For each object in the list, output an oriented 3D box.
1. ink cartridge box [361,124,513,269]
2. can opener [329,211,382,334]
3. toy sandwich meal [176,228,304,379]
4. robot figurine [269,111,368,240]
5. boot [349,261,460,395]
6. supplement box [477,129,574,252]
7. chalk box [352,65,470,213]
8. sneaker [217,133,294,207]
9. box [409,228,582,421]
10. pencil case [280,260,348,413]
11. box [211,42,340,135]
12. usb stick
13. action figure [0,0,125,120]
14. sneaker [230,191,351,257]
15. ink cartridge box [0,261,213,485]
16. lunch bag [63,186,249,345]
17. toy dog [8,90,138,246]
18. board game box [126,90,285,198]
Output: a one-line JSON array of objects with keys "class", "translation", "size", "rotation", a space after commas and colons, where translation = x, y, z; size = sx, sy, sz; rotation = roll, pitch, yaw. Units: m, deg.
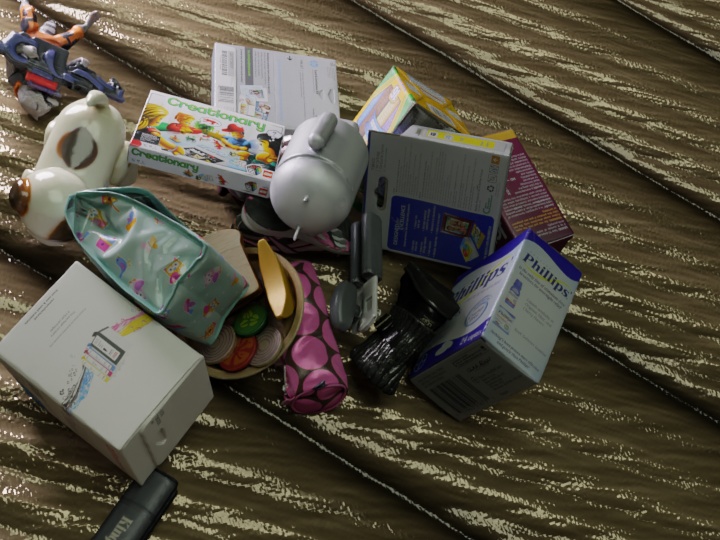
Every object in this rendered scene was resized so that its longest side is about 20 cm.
[{"class": "ink cartridge box", "translation": [0.104, -0.105, 1.510], "size": [0.197, 0.200, 0.047], "rotation": [14, 38, 11]}, {"class": "can opener", "translation": [0.000, 0.000, 1.467], "size": [0.066, 0.052, 0.202], "rotation": [32, 43, -27]}, {"class": "toy sandwich meal", "translation": [-0.167, 0.040, 1.386], "size": [0.202, 0.070, 0.208], "rotation": [-8, 63, 16]}, {"class": "robot figurine", "translation": [-0.055, -0.128, 1.430], "size": [0.111, 0.171, 0.201], "rotation": [10, 42, 9]}, {"class": "boot", "translation": [0.056, 0.076, 1.473], "size": [0.079, 0.211, 0.158], "rotation": [37, 97, -5]}, {"class": "supplement box", "translation": [0.214, -0.089, 1.605], "size": [0.102, 0.131, 0.202], "rotation": [-16, 65, -25]}, {"class": "chalk box", "translation": [0.050, -0.171, 1.571], "size": [0.124, 0.200, 0.124], "rotation": [27, 25, -30]}, {"class": "sneaker", "translation": [-0.118, -0.134, 1.548], "size": [0.197, 0.076, 0.117], "rotation": [-3, 67, 8]}, {"class": "box", "translation": [0.183, 0.076, 1.447], "size": [0.105, 0.184, 0.201], "rotation": [38, 53, -11]}, {"class": "pencil case", "translation": [-0.081, 0.087, 1.424], "size": [0.092, 0.091, 0.202], "rotation": [-7, 59, -19]}, {"class": "box", "translation": [-0.133, -0.272, 1.656], "size": [0.197, 0.041, 0.158], "rotation": [4, 58, -15]}, {"class": "usb stick", "translation": [-0.285, 0.318, 1.243], "size": [0.055, 0.033, 0.201], "rotation": [31, 55, 4]}, {"class": "action figure", "translation": [-0.443, -0.303, 1.561], "size": [0.199, 0.104, 0.196], "rotation": [28, 58, -31]}, {"class": "sneaker", "translation": [-0.098, -0.058, 1.516], "size": [0.198, 0.086, 0.081], "rotation": [17, 55, -34]}, {"class": "ink cartridge box", "translation": [-0.296, 0.124, 1.257], "size": [0.199, 0.148, 0.145], "rotation": [34, 68, 14]}, {"class": "lunch bag", "translation": [-0.256, -0.016, 1.305], "size": [0.199, 0.170, 0.123], "rotation": [32, 82, 22]}, {"class": "toy dog", "translation": [-0.373, -0.117, 1.394], "size": [0.138, 0.194, 0.202], "rotation": [29, 47, -14]}, {"class": "board game box", "translation": [-0.208, -0.174, 1.462], "size": [0.197, 0.035, 0.127], "rotation": [14, 44, -7]}]
